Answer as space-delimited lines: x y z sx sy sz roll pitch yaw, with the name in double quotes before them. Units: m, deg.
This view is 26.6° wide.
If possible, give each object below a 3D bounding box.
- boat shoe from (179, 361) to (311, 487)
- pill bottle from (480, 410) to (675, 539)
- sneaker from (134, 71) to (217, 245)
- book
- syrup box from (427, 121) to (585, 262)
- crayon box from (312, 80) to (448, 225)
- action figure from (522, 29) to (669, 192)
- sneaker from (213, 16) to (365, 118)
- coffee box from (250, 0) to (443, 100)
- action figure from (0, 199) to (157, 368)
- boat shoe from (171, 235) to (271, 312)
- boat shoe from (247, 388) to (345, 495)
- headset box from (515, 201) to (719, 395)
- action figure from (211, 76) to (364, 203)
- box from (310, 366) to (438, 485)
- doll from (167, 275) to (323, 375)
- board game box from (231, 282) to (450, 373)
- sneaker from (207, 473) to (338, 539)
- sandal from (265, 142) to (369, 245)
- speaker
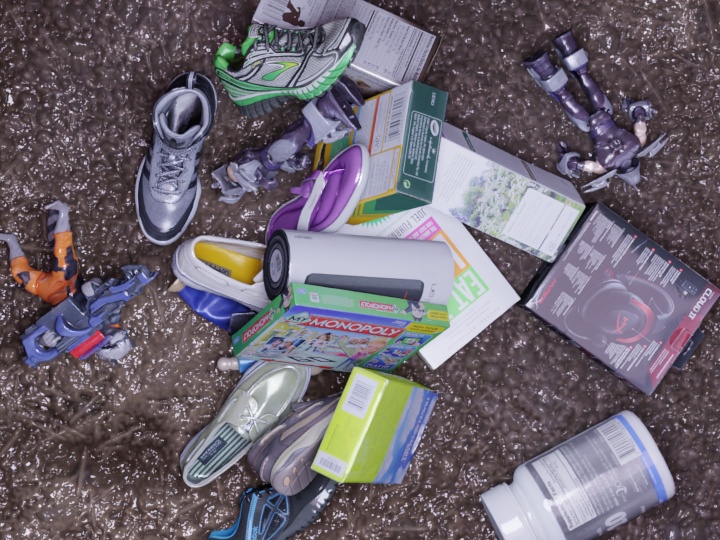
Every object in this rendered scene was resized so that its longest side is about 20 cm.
"boat shoe" -0.127 0.171 1.715 0.072 0.062 0.200 39 101 -14
"pill bottle" 0.244 0.252 1.731 0.200 0.114 0.114 -28 92 -2
"sneaker" -0.210 -0.128 1.697 0.075 0.114 0.201 13 90 -3
"book" 0.071 -0.005 1.755 0.134 0.048 0.200 -39 90 -3
"syrup box" 0.143 -0.093 1.708 0.200 0.081 0.079 24 110 -15
"crayon box" 0.016 -0.124 1.676 0.051 0.200 0.126 16 76 -28
"action figure" 0.270 -0.177 1.753 0.130 0.069 0.200 -35 96 -10
"sneaker" -0.079 -0.224 1.606 0.085 0.200 0.078 48 44 -29
"coffee box" -0.021 -0.251 1.703 0.200 0.113 0.080 24 76 -4
"action figure" -0.305 0.013 1.702 0.200 0.105 0.194 -26 98 22
"boat shoe" -0.106 0.003 1.688 0.200 0.070 0.071 19 68 -19
"boat shoe" -0.050 0.170 1.696 0.073 0.200 0.075 27 127 25
"headset box" 0.303 0.038 1.750 0.200 0.075 0.149 35 89 -3
"action figure" -0.085 -0.132 1.671 0.200 0.130 0.069 -37 99 27
"box" 0.020 0.175 1.689 0.048 0.200 0.122 23 90 20
"doll" -0.123 0.056 1.738 0.200 0.048 0.137 35 84 -9
"board game box" -0.021 0.067 1.659 0.200 0.135 0.029 9 58 -32
"sneaker" -0.092 0.265 1.731 0.082 0.073 0.200 40 87 -1
"sandal" -0.057 -0.071 1.674 0.050 0.203 0.083 13 54 -31
"speaker" 0.000 0.000 1.657 0.200 0.081 0.081 4 91 -25
